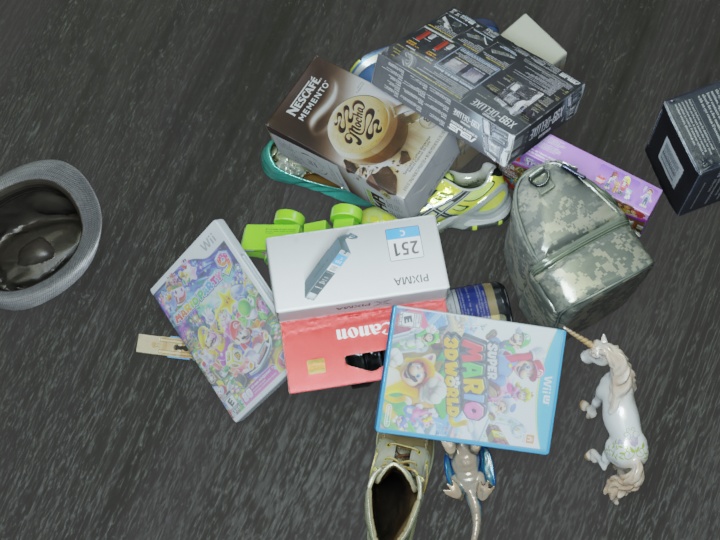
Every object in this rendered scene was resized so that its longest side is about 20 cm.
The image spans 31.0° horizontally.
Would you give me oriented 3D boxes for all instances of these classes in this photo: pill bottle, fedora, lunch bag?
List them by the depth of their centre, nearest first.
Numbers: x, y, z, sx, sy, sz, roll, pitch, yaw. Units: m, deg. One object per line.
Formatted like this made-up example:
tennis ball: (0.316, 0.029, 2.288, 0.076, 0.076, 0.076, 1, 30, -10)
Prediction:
lunch bag: (0.238, -0.025, 1.521, 0.139, 0.200, 0.168, -31, 75, -6)
pill bottle: (0.080, 0.082, 1.543, 0.200, 0.112, 0.112, -10, 73, 1)
fedora: (-0.401, -0.035, 1.616, 0.200, 0.090, 0.177, -37, 73, -1)

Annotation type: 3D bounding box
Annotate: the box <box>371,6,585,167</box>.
box: (0.139, -0.219, 1.523, 0.200, 0.050, 0.158, 34, 47, 20)

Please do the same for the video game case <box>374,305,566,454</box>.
video game case: (0.124, 0.123, 1.457, 0.200, 0.018, 0.143, 8, 89, -7)

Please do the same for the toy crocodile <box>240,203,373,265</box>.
toy crocodile: (-0.054, -0.035, 1.570, 0.200, 0.062, 0.068, -3, 63, 20)

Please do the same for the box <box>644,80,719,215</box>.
box: (0.467, -0.166, 1.578, 0.200, 0.148, 0.104, -20, 73, -4)

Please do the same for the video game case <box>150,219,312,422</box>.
video game case: (-0.156, 0.060, 1.542, 0.143, 0.018, 0.200, -44, 73, 30)

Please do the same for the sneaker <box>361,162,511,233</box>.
sneaker: (0.085, -0.087, 1.599, 0.200, 0.077, 0.075, -13, 33, -6)

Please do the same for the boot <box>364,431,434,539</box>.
boot: (0.045, 0.225, 1.479, 0.072, 0.155, 0.200, 9, 75, 5)

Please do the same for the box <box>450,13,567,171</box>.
box: (0.160, -0.220, 1.639, 0.200, 0.095, 0.078, -42, 76, -8)

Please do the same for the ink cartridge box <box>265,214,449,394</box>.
ink cartridge box: (0.002, 0.037, 1.474, 0.200, 0.045, 0.176, -9, 71, -4)

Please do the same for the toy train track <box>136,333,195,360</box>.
toy train track: (-0.176, 0.101, 1.597, 0.200, 0.033, 0.115, 6, 81, 11)

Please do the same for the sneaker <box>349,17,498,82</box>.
sneaker: (0.090, -0.260, 1.668, 0.200, 0.074, 0.082, -23, 75, 4)

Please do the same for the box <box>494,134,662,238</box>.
box: (0.259, -0.104, 1.576, 0.200, 0.137, 0.039, 28, 76, 11)

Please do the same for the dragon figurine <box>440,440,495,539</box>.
dragon figurine: (0.126, 0.232, 1.520, 0.059, 0.099, 0.200, -11, 87, 7)

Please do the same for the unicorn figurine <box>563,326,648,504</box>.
unicorn figurine: (0.289, 0.159, 1.491, 0.074, 0.137, 0.200, -21, 76, -13)

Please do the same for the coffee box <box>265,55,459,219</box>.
coffee box: (0.003, -0.157, 1.554, 0.200, 0.080, 0.113, 29, 76, 19)

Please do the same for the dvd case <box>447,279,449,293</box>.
dvd case: (0.000, 0.000, 1.573, 0.200, 0.022, 0.146, -8, 31, 0)

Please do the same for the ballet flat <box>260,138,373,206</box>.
ballet flat: (-0.032, -0.126, 1.633, 0.200, 0.070, 0.067, 12, 74, 6)
